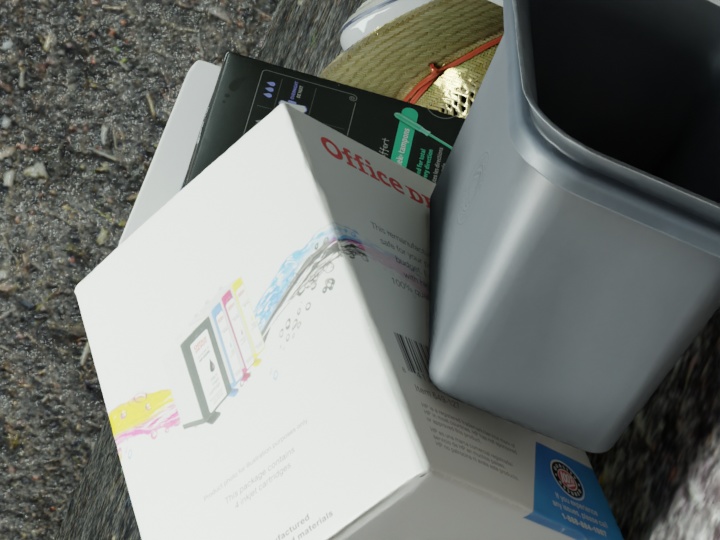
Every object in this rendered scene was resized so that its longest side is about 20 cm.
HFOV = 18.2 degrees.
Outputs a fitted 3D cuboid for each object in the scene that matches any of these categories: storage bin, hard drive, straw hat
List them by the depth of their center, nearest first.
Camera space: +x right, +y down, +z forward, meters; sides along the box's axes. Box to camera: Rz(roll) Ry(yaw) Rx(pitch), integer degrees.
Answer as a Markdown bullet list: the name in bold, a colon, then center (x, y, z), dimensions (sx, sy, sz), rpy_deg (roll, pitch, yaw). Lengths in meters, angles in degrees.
- **storage bin**: center (0.099, -0.025, 0.918), dimensions (0.200, 0.145, 0.135), rpy_deg (-86, 21, -58)
- **hard drive**: center (-0.108, -0.020, 1.336), dimensions (0.200, 0.025, 0.132), rpy_deg (98, -169, -67)
- **straw hat**: center (0.075, -0.103, 1.338), dimensions (0.085, 0.201, 0.201), rpy_deg (66, 156, 11)

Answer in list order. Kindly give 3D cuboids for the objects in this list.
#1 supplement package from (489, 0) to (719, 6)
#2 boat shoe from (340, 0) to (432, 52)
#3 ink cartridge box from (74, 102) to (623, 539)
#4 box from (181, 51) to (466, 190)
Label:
- **supplement package**: center (0.145, -0.223, 1.070), dimensions (0.200, 0.151, 0.151), rpy_deg (127, 161, -55)
- **boat shoe**: center (0.071, -0.192, 1.330), dimensions (0.200, 0.070, 0.071), rpy_deg (-28, -13, 10)
- **ink cartridge box**: center (-0.009, 0.063, 0.975), dimensions (0.145, 0.147, 0.200), rpy_deg (-39, 50, 23)
- **box**: center (0.000, 0.000, 1.169), dimensions (0.149, 0.199, 0.125), rpy_deg (108, 176, -52)
